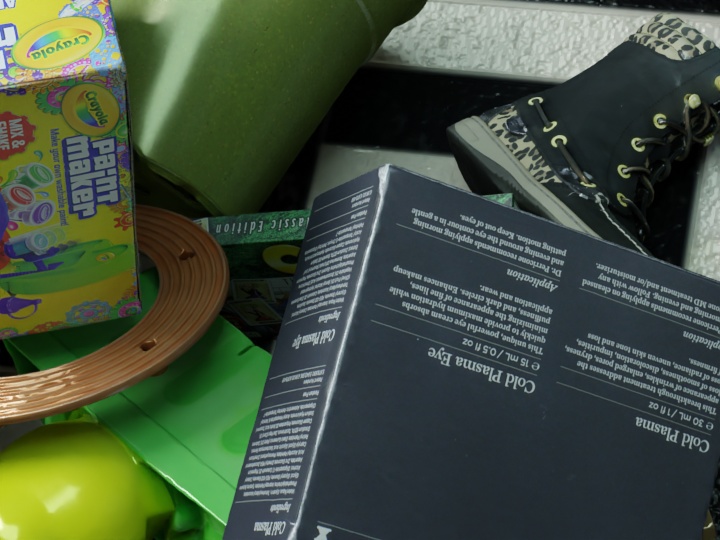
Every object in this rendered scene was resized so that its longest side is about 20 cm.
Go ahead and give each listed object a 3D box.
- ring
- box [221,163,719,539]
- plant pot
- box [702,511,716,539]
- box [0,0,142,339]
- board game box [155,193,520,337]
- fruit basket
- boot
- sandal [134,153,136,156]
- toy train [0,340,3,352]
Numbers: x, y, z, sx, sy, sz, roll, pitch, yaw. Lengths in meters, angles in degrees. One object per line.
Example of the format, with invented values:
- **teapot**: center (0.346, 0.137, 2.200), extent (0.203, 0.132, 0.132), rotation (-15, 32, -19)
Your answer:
- **ring**: center (-0.163, 0.023, 1.156), extent (0.200, 0.019, 0.201), rotation (-9, 31, 5)
- **box**: center (0.059, 0.073, 1.067), extent (0.199, 0.104, 0.183), rotation (19, 76, -17)
- **plant pot**: center (-0.087, -0.118, 1.271), extent (0.199, 0.200, 0.190), rotation (17, 67, 18)
- **box**: center (0.070, 0.096, 1.222), extent (0.199, 0.021, 0.164), rotation (-16, 59, 1)
- **box**: center (-0.180, -0.100, 1.081), extent (0.122, 0.200, 0.193), rotation (-10, 58, -10)
- **board game box**: center (0.000, 0.000, 1.221), extent (0.199, 0.105, 0.024), rotation (-4, 57, 21)
- **fruit basket**: center (-0.116, 0.119, 1.158), extent (0.215, 0.156, 0.216), rotation (-6, 54, 8)
- **boot**: center (0.156, -0.057, 1.247), extent (0.153, 0.074, 0.204), rotation (-32, 43, -10)
- **sandal**: center (-0.169, -0.069, 1.337), extent (0.082, 0.055, 0.200), rotation (34, 53, -9)
- **toy train**: center (-0.230, 0.040, 1.303), extent (0.199, 0.034, 0.046), rotation (-24, 48, -3)
